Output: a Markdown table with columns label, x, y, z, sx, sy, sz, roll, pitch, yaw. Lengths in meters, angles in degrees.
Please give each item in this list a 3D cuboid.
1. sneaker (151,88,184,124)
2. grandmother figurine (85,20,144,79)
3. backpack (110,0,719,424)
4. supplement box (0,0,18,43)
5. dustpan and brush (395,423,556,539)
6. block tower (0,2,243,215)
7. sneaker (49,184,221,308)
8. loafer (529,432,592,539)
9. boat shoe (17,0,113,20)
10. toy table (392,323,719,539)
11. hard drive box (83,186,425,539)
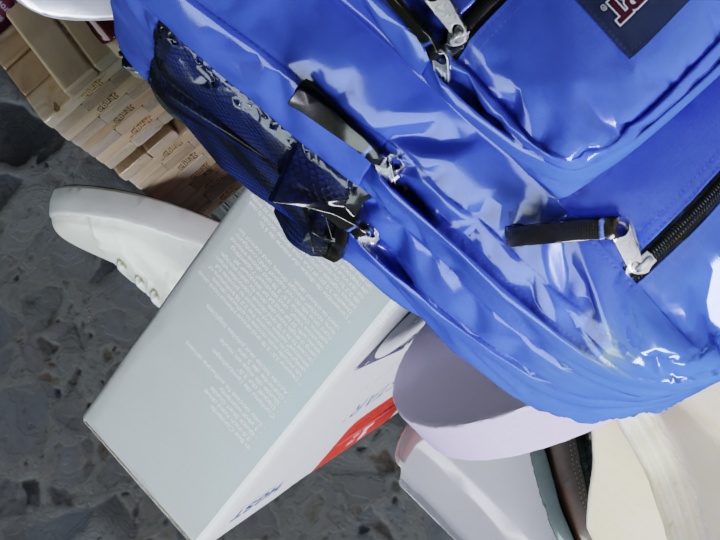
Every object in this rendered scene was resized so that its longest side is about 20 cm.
| label | x | y | z | sx | sy | sz | roll | pitch | yaw |
| --- | --- | --- | --- | --- | --- | --- | --- | --- | --- |
| sneaker | 0.017 | -0.100 | 1.131 | 0.199 | 0.114 | 0.076 | 15 | 152 | 2 |
| grandmother figurine | -0.105 | -0.143 | 1.146 | 0.200 | 0.060 | 0.122 | 24 | -134 | -49 |
| backpack | 0.050 | -0.058 | 0.683 | 0.200 | 0.163 | 0.168 | 45 | 172 | 0 |
| supplement box | -0.181 | -0.180 | 1.221 | 0.110 | 0.200 | 0.086 | 45 | 180 | -14 |
| dustpan and brush | 0.106 | 0.066 | 1.150 | 0.140 | 0.200 | 0.057 | 46 | 156 | -12 |
| block tower | -0.112 | -0.081 | 1.257 | 0.058 | 0.054 | 0.200 | 53 | -175 | 23 |
| sneaker | -0.077 | 0.020 | 1.288 | 0.200 | 0.085 | 0.073 | 22 | 174 | 14 |
| loafer | 0.104 | 0.035 | 1.060 | 0.072 | 0.063 | 0.200 | 51 | -154 | -39 |
| boat shoe | -0.059 | -0.132 | 1.057 | 0.200 | 0.074 | 0.065 | 8 | -167 | -24 |
| toy table | 0.121 | 0.036 | 0.910 | 0.117 | 0.184 | 0.200 | 44 | 146 | -19 |
| hard drive box | 0.000 | 0.000 | 1.027 | 0.077 | 0.156 | 0.200 | 47 | 133 | 10 |
